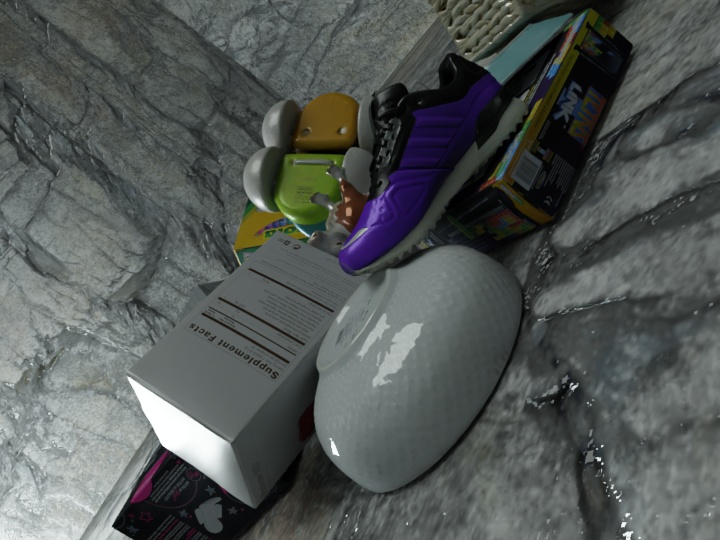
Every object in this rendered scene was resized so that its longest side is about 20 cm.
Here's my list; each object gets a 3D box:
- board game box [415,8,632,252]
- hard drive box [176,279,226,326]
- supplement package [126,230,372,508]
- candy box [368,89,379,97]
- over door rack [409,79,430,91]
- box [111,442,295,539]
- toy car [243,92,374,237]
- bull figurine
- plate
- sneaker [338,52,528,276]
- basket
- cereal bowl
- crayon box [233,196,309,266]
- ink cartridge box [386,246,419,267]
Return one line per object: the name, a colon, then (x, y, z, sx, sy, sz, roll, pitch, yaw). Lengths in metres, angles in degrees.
board game box: (0.139, -0.111, 0.583, 0.200, 0.057, 0.165, -59, 10, -22)
hard drive box: (-0.170, 0.107, 0.838, 0.156, 0.077, 0.200, -10, -42, -53)
supplement package: (-0.085, 0.084, 0.590, 0.200, 0.120, 0.121, -48, -28, -34)
candy box: (0.017, -0.183, 1.085, 0.200, 0.136, 0.061, -45, 16, 43)
over door rack: (0.072, -0.146, 0.882, 0.148, 0.066, 0.201, -82, 9, -67)
box: (-0.161, 0.217, 0.723, 0.200, 0.115, 0.132, -48, 12, 26)
toy car: (-0.043, -0.127, 0.843, 0.150, 0.174, 0.201, 70, -152, -54)
bull figurine: (0.019, -0.066, 0.682, 0.200, 0.122, 0.065, -22, -31, -25)
plate: (0.126, -0.190, 0.650, 0.200, 0.026, 0.200, -44, 6, 6)
sneaker: (0.034, -0.090, 0.513, 0.200, 0.099, 0.070, -49, 12, -8)
basket: (0.183, -0.327, 0.691, 0.200, 0.124, 0.136, -31, 4, -20)
cereal bowl: (0.026, 0.058, 0.493, 0.200, 0.083, 0.200, -51, 13, 16)
crayon box: (-0.075, -0.076, 0.963, 0.199, 0.058, 0.173, -9, 36, 8)
ink cartridge box: (0.000, 0.000, 0.802, 0.200, 0.067, 0.116, -37, 22, 57)
